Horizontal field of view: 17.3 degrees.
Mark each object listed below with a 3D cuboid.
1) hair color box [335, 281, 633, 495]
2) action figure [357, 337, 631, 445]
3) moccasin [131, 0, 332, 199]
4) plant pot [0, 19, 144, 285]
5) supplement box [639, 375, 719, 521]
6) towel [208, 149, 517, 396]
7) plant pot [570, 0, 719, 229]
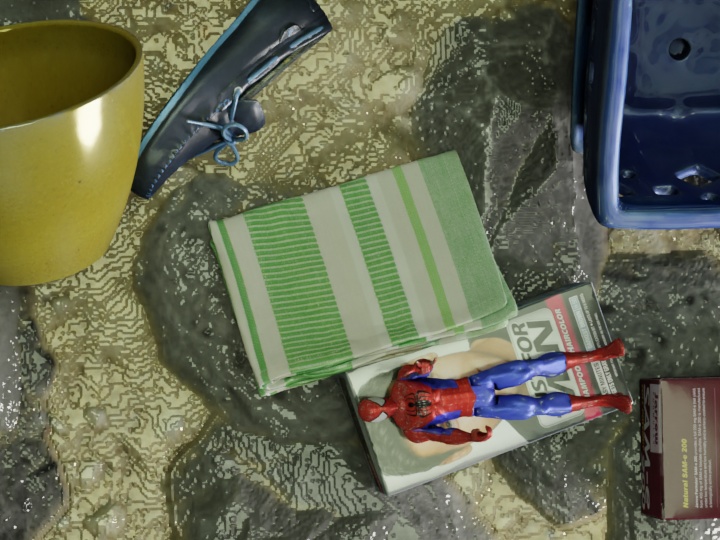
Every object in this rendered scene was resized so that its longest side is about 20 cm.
[{"bbox_3d":[0.092,0.088,1.771,0.199,0.061,0.099,-20,92,-8],"label":"hair color box"},{"bbox_3d":[0.099,0.088,1.695,0.199,0.099,0.066,-8,89,-7],"label":"action figure"},{"bbox_3d":[-0.095,-0.128,1.735,0.068,0.080,0.200,39,84,-4],"label":"moccasin"},{"bbox_3d":[-0.239,-0.074,1.671,0.199,0.200,0.142,-14,116,-9],"label":"plant pot"},{"bbox_3d":[0.317,0.133,1.806,0.199,0.061,0.109,0,88,-10],"label":"supplement box"},{"bbox_3d":[0.000,0.000,1.748,0.199,0.023,0.153,-16,65,-7],"label":"towel"},{"bbox_3d":[0.253,-0.152,1.727,0.199,0.180,0.201,-1,110,-9],"label":"plant pot"}]
